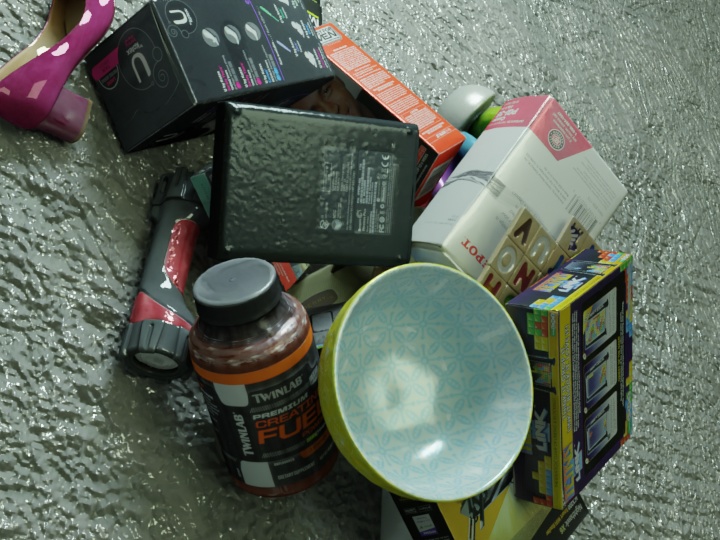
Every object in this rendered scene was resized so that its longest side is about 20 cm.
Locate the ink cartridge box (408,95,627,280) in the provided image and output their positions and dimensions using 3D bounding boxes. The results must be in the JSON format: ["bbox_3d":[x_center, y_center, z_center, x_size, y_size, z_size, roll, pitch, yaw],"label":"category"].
[{"bbox_3d":[0.157,-0.054,1.033,0.147,0.083,0.200,45,73,-25],"label":"ink cartridge box"}]

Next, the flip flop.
[{"bbox_3d":[0.000,0.000,1.029,0.200,0.058,0.081,-29,67,-13],"label":"flip flop"}]

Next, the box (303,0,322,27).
[{"bbox_3d":[-0.128,-0.372,1.148,0.200,0.047,0.194,19,61,-40],"label":"box"}]

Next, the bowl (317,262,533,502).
[{"bbox_3d":[0.039,0.103,0.881,0.199,0.108,0.201,9,71,-28],"label":"bowl"}]

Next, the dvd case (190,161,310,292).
[{"bbox_3d":[-0.086,-0.064,1.017,0.146,0.022,0.200,66,29,-17],"label":"dvd case"}]

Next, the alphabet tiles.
[{"bbox_3d":[0.184,0.032,1.004,0.200,0.008,0.168,41,76,-39],"label":"alphabet tiles"}]

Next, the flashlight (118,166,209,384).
[{"bbox_3d":[-0.164,0.000,0.921,0.068,0.068,0.201,40,47,-38],"label":"flashlight"}]

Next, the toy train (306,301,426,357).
[{"bbox_3d":[0.019,0.085,0.985,0.087,0.199,0.115,-101,-179,-56],"label":"toy train"}]

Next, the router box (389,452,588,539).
[{"bbox_3d":[0.127,0.219,0.981,0.200,0.052,0.158,-31,96,-48],"label":"router box"}]

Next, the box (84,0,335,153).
[{"bbox_3d":[-0.143,-0.199,0.993,0.200,0.122,0.106,-24,90,-49],"label":"box"}]

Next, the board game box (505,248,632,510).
[{"bbox_3d":[0.204,0.099,0.975,0.165,0.057,0.201,-26,118,-47],"label":"board game box"}]

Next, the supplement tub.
[{"bbox_3d":[-0.086,0.091,0.875,0.107,0.107,0.201,-51,138,-45],"label":"supplement tub"}]

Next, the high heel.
[{"bbox_3d":[-0.276,-0.218,0.902,0.096,0.067,0.201,25,58,-49],"label":"high heel"}]

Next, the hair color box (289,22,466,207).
[{"bbox_3d":[0.005,-0.161,1.090,0.200,0.102,0.061,42,42,13],"label":"hair color box"}]

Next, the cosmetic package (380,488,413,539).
[{"bbox_3d":[0.080,0.196,1.056,0.074,0.101,0.201,23,59,-37],"label":"cosmetic package"}]

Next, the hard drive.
[{"bbox_3d":[-0.041,-0.076,0.945,0.199,0.033,0.140,2,94,-30],"label":"hard drive"}]

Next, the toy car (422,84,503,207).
[{"bbox_3d":[0.126,-0.098,1.174,0.175,0.200,0.150,46,48,5],"label":"toy car"}]
